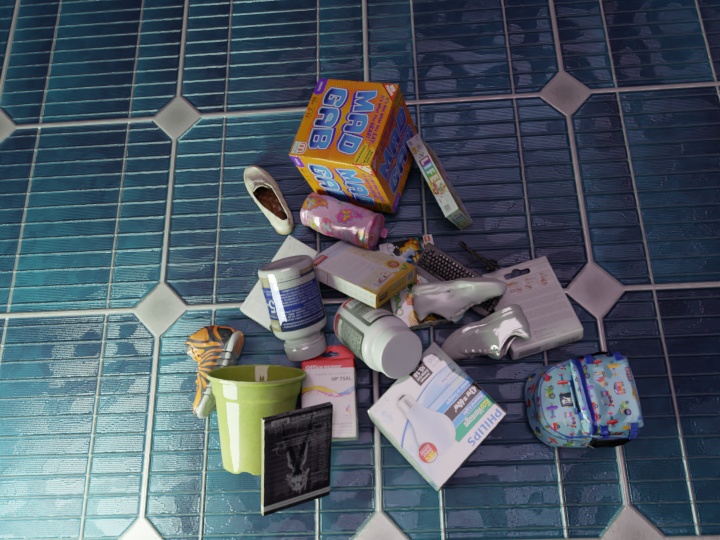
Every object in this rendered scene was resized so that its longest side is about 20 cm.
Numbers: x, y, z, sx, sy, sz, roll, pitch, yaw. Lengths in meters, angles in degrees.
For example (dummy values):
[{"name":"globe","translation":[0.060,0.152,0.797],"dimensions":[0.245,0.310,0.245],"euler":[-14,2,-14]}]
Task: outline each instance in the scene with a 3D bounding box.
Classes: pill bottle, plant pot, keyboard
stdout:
[{"name":"pill bottle","translation":[0.034,0.135,1.274],"dimensions":[0.114,0.114,0.199],"euler":[-42,31,-10]},{"name":"plant pot","translation":[-0.208,0.296,1.251],"dimensions":[0.196,0.200,0.188],"euler":[2,90,5]},{"name":"pill bottle","translation":[-0.136,0.080,1.321],"dimensions":[0.117,0.120,0.204],"euler":[-13,102,-1]},{"name":"keyboard","translation":[0.227,-0.001,1.377],"dimensions":[0.198,0.021,0.128],"euler":[33,74,11]}]

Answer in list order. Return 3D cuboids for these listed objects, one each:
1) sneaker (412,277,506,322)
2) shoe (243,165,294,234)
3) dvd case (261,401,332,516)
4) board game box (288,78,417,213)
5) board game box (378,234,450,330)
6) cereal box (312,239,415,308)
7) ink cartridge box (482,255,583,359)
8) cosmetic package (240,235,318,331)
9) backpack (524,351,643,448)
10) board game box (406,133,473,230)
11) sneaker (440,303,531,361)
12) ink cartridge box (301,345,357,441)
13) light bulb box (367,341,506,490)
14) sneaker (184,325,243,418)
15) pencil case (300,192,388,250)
[{"name":"sneaker","translation":[0.210,0.064,1.319],"dimensions":[0.196,0.075,0.090],"euler":[-7,93,15]},{"name":"shoe","translation":[-0.217,-0.177,1.485],"dimensions":[0.069,0.054,0.201],"euler":[-33,72,-8]},{"name":"dvd case","translation":[-0.122,0.363,1.216],"dimensions":[0.146,0.016,0.204],"euler":[-7,107,-31]},{"name":"board game box","translation":[-0.007,-0.277,1.406],"dimensions":[0.197,0.200,0.203],"euler":[12,71,24]},{"name":"board game box","translation":[0.120,0.028,1.399],"dimensions":[0.124,0.035,0.204],"euler":[-12,70,-1]},{"name":"cereal box","translation":[0.000,0.000,1.350],"dimensions":[0.198,0.040,0.143],"euler":[24,40,33]},{"name":"ink cartridge box","translation":[0.369,0.079,1.368],"dimensions":[0.158,0.050,0.202],"euler":[-16,52,-1]},{"name":"cosmetic package","translation":[-0.179,0.028,1.412],"dimensions":[0.082,0.051,0.202],"euler":[30,76,11]},{"name":"backpack","translation":[0.432,0.257,1.245],"dimensions":[0.196,0.135,0.186],"euler":[-4,69,6]},{"name":"board game box","translation":[0.180,-0.198,1.420],"dimensions":[0.034,0.134,0.202],"euler":[-31,70,16]},{"name":"sneaker","translation":[0.256,0.152,1.296],"dimensions":[0.198,0.075,0.090],"euler":[-32,56,17]},{"name":"ink cartridge box","translation":[-0.065,0.251,1.317],"dimensions":[0.114,0.067,0.204],"euler":[-4,70,3]},{"name":"light bulb box","translation":[0.151,0.293,1.256],"dimensions":[0.198,0.125,0.200],"euler":[-44,72,-11]},{"name":"sneaker","translation":[-0.336,0.211,1.355],"dimensions":[0.110,0.078,0.203],"euler":[14,62,13]},{"name":"pencil case","translation":[-0.039,-0.113,1.415],"dimensions":[0.197,0.088,0.089],"euler":[19,72,25]}]
